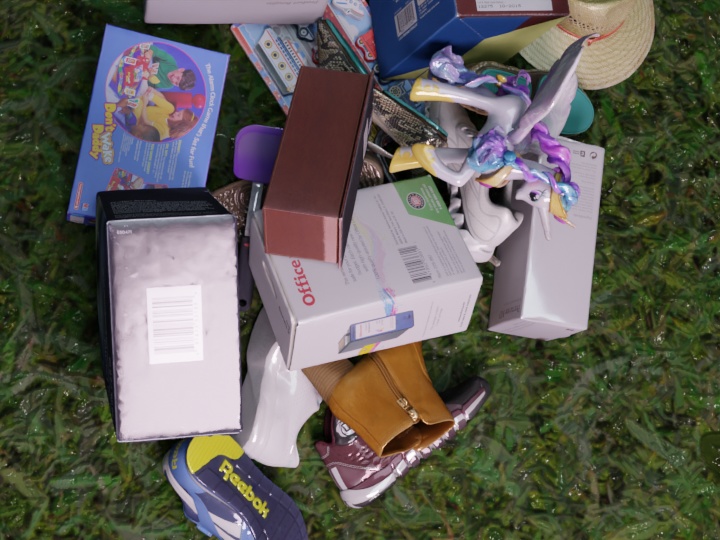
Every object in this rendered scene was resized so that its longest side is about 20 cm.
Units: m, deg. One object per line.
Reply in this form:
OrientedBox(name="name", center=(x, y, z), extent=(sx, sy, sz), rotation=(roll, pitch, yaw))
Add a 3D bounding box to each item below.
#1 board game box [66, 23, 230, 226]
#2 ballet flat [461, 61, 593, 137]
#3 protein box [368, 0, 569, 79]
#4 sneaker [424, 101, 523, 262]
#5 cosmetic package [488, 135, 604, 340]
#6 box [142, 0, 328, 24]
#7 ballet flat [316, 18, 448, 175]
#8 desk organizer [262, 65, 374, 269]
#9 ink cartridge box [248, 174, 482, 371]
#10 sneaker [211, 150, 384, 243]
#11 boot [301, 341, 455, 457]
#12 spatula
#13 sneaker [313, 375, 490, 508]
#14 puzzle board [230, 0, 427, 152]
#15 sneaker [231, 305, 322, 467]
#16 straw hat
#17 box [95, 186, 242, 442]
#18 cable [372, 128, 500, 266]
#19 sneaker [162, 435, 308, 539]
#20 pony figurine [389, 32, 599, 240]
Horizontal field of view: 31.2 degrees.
OrientedBox(name="board game box", center=(-0.220, -0.139, 1.342), extent=(0.132, 0.045, 0.203), rotation=(12, 79, -12))
OrientedBox(name="ballet flat", center=(0.177, -0.195, 1.434), extent=(0.198, 0.065, 0.072), rotation=(13, 94, -40))
OrientedBox(name="protein box", center=(0.101, -0.330, 1.366), extent=(0.133, 0.198, 0.204), rotation=(-5, 81, -23))
OrientedBox(name="sneaker", center=(0.123, -0.112, 1.386), extent=(0.074, 0.081, 0.203), rotation=(7, 58, -39))
OrientedBox(name="cosmetic package", center=(0.201, -0.032, 1.400), extent=(0.080, 0.113, 0.203), rotation=(11, 77, -11))
OrientedBox(name="box", center=(-0.129, -0.376, 1.329), extent=(0.196, 0.171, 0.203), rotation=(-3, 77, -13))
OrientedBox(name="ballet flat", center=(0.005, -0.179, 1.374), extent=(0.200, 0.068, 0.075), rotation=(45, 96, 9))
OrientedBox(name="desk organizer", center=(-0.039, -0.106, 1.263), extent=(0.076, 0.072, 0.202), rotation=(8, 51, 5))
OrientedBox(name="ink cartridge box", center=(0.000, 0.000, 1.286), extent=(0.197, 0.088, 0.147), rotation=(-12, 54, -19))
OrientedBox(name="sneaker", center=(-0.069, -0.079, 1.366), extent=(0.197, 0.076, 0.072), rotation=(-12, 106, 5))
OrientedBox(name="boot", center=(0.051, 0.107, 1.315), extent=(0.200, 0.071, 0.144), rotation=(-28, 57, -35))
OrientedBox(name="spatula", center=(-0.111, -0.051, 1.325), extent=(0.056, 0.021, 0.203), rotation=(9, 107, -2))
OrientedBox(name="sneaker", center=(0.036, 0.146, 1.350), extent=(0.199, 0.076, 0.116), rotation=(-37, 89, -16))
OrientedBox(name="puzzle board", center=(-0.028, -0.221, 1.419), extent=(0.150, 0.017, 0.201), rotation=(-34, 90, -17))
OrientedBox(name="sneaker", center=(-0.070, 0.105, 1.339), extent=(0.088, 0.075, 0.203), rotation=(26, 72, -30))
OrientedBox(name="straw hat", center=(0.264, -0.310, 1.471), extent=(0.198, 0.085, 0.205), rotation=(2, 80, -14))
OrientedBox(name="box", center=(-0.186, 0.035, 1.220), extent=(0.121, 0.198, 0.204), rotation=(-3, 101, -13))
OrientedBox(name="cable", center=(0.062, -0.058, 1.410), extent=(0.097, 0.050, 0.201), rotation=(-35, 85, -3))
OrientedBox(name="sneaker", center=(-0.124, 0.241, 1.300), extent=(0.201, 0.082, 0.074), rotation=(56, 46, -19))
OrientedBox(name="pony figurine", center=(0.148, -0.148, 1.289), extent=(0.197, 0.167, 0.196), rotation=(21, 82, 11))
